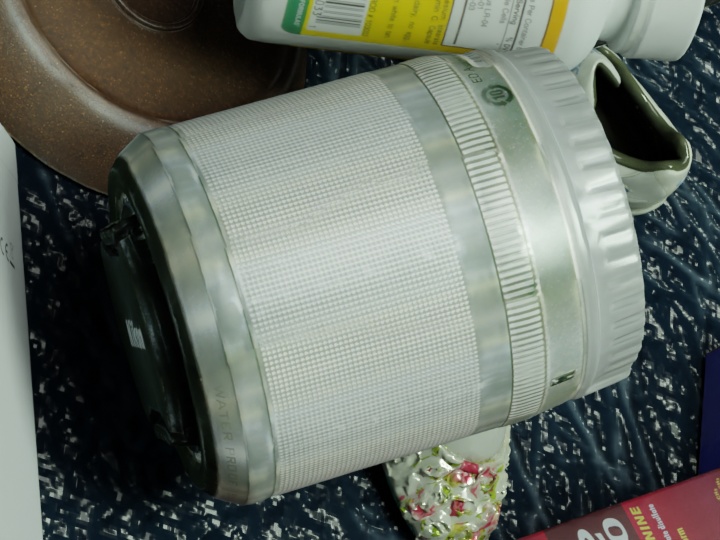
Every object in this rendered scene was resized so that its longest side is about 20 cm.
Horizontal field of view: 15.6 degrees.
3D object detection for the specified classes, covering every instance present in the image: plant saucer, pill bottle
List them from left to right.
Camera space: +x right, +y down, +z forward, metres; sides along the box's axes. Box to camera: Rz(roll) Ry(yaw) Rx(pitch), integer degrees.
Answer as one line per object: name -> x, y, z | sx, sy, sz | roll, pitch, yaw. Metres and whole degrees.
plant saucer -> -0.103, -0.128, 1.214 | 0.200, 0.034, 0.201 | 16, 60, -28
pill bottle -> 0.049, -0.146, 1.162 | 0.199, 0.113, 0.113 | 6, 62, -8

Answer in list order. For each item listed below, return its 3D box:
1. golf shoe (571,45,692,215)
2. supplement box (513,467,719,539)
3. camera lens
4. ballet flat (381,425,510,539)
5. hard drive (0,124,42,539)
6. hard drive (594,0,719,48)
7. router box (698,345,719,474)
golf shoe -> 0.088, -0.109, 1.292 | 0.200, 0.097, 0.078 | 42, 72, -9
supplement box -> 0.147, 0.156, 1.190 | 0.199, 0.061, 0.109 | -17, 69, -23
camera lens -> 0.000, 0.000, 1.104 | 0.199, 0.160, 0.160 | -16, 76, -11
ballet flat -> 0.035, 0.031, 1.213 | 0.075, 0.064, 0.201 | 2, 67, -36
hard drive -> -0.159, 0.018, 1.048 | 0.027, 0.132, 0.201 | -10, 67, 6
hard drive -> 0.109, -0.177, 1.328 | 0.140, 0.038, 0.200 | 39, 30, 15
router box -> 0.251, 0.150, 1.319 | 0.179, 0.049, 0.201 | 23, 56, -25
